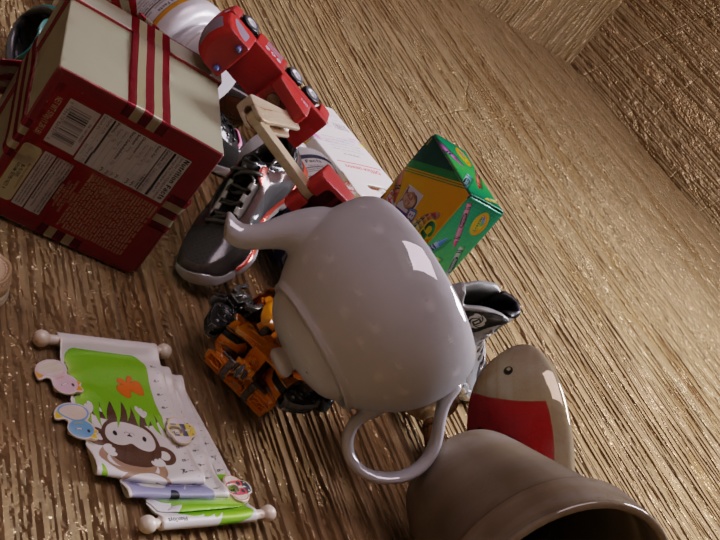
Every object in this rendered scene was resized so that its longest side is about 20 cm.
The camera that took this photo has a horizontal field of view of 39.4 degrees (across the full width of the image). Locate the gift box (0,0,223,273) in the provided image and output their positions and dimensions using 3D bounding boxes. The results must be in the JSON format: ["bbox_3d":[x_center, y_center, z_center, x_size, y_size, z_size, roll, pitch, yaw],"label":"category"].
[{"bbox_3d":[-0.241,-0.146,0.914,0.200,0.184,0.187,33,26,-30],"label":"gift box"}]

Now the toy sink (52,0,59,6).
[{"bbox_3d":[-0.307,-0.356,1.245,0.199,0.130,0.112,30,26,-23],"label":"toy sink"}]

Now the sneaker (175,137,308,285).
[{"bbox_3d":[-0.123,-0.072,1.001,0.077,0.082,0.200,19,51,17],"label":"sneaker"}]

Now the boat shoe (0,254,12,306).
[{"bbox_3d":[-0.339,-0.035,0.720,0.199,0.069,0.074,27,27,-27],"label":"boat shoe"}]

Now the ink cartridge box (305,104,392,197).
[{"bbox_3d":[-0.039,-0.138,1.332,0.117,0.067,0.200,6,40,-52],"label":"ink cartridge box"}]

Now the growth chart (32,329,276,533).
[{"bbox_3d":[-0.164,0.121,0.771,0.144,0.018,0.200,4,41,-51],"label":"growth chart"}]

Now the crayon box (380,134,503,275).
[{"bbox_3d":[0.060,-0.039,1.143,0.058,0.200,0.119,23,29,-36],"label":"crayon box"}]

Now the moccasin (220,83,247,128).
[{"bbox_3d":[-0.165,-0.212,1.260,0.200,0.078,0.074,18,42,-16],"label":"moccasin"}]

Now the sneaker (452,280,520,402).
[{"bbox_3d":[0.132,0.075,1.098,0.200,0.115,0.075,44,28,-47],"label":"sneaker"}]

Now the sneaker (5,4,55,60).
[{"bbox_3d":[-0.293,-0.205,1.035,0.200,0.084,0.121,41,8,21],"label":"sneaker"}]

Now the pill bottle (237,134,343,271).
[{"bbox_3d":[-0.063,-0.065,1.120,0.111,0.111,0.200,11,37,-47],"label":"pill bottle"}]

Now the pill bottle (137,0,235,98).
[{"bbox_3d":[-0.218,-0.261,1.067,0.200,0.110,0.109,40,23,21],"label":"pill bottle"}]

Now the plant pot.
[{"bbox_3d":[0.125,0.227,0.831,0.199,0.201,0.174,25,11,-29],"label":"plant pot"}]

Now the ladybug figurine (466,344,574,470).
[{"bbox_3d":[0.150,0.174,0.976,0.072,0.201,0.136,-5,1,-21],"label":"ladybug figurine"}]

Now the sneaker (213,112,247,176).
[{"bbox_3d":[-0.172,-0.179,1.174,0.199,0.099,0.071,24,27,-35],"label":"sneaker"}]

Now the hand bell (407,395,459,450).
[{"bbox_3d":[0.073,0.159,0.989,0.104,0.104,0.201,27,39,-26],"label":"hand bell"}]

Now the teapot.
[{"bbox_3d":[-0.006,0.048,0.843,0.200,0.146,0.198,49,-15,40],"label":"teapot"}]

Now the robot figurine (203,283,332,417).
[{"bbox_3d":[-0.070,0.073,0.938,0.145,0.058,0.200,44,24,9],"label":"robot figurine"}]

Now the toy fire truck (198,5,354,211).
[{"bbox_3d":[-0.082,-0.146,0.948,0.200,0.049,0.141,48,23,-20],"label":"toy fire truck"}]
